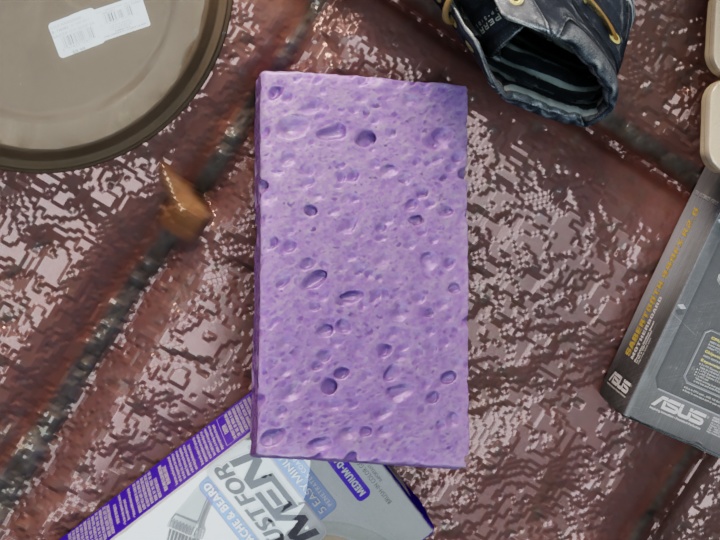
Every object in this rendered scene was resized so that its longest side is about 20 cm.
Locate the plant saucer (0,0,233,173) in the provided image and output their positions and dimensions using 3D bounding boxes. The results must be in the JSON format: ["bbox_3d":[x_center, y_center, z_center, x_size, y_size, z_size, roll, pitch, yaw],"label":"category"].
[{"bbox_3d":[-0.160,-0.146,1.144,0.198,0.029,0.202,-2,102,-11],"label":"plant saucer"}]

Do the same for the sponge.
[{"bbox_3d":[0.000,0.000,1.168,0.111,0.030,0.202,3,80,-12],"label":"sponge"}]

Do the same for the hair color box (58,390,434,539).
[{"bbox_3d":[-0.073,0.150,1.208,0.200,0.065,0.110,-37,107,1],"label":"hair color box"}]

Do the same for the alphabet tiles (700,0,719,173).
[{"bbox_3d":[0.273,-0.092,1.215,0.198,0.015,0.197,5,86,-19],"label":"alphabet tiles"}]

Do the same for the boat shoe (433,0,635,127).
[{"bbox_3d":[0.056,-0.154,1.139,0.199,0.091,0.071,31,129,-16],"label":"boat shoe"}]

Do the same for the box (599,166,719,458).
[{"bbox_3d":[0.253,0.040,1.252,0.199,0.048,0.159,23,96,-15],"label":"box"}]
